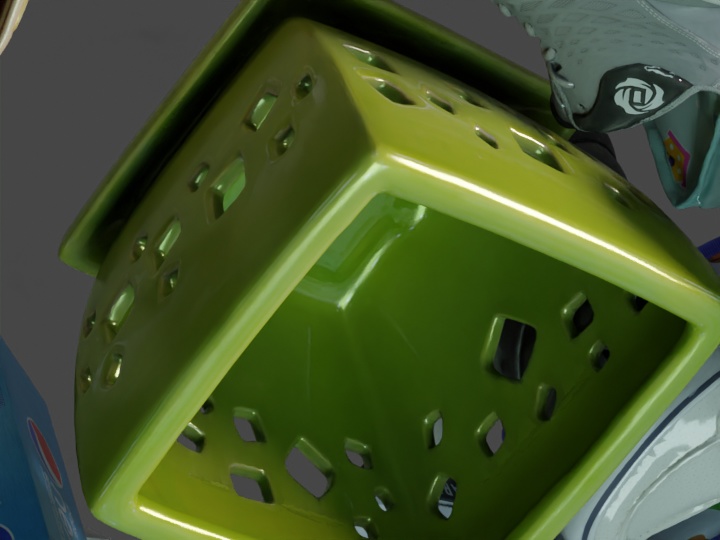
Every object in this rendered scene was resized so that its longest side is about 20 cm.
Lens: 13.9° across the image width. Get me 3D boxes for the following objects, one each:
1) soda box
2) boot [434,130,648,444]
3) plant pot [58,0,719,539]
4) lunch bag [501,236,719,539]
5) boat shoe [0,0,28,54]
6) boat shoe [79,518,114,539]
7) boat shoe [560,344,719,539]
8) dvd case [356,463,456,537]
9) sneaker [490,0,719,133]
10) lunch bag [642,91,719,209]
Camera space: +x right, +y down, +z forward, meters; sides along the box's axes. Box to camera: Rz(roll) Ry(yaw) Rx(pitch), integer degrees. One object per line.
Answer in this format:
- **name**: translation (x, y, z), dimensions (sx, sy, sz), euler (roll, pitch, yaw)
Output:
- **soda box**: translation (-0.151, 0.114, 1.229), dimensions (0.064, 0.200, 0.068), euler (-25, 133, 2)
- **boot**: translation (0.071, 0.040, 1.295), dimensions (0.067, 0.131, 0.201), euler (10, 125, -27)
- **plant pot**: translation (0.000, 0.000, 1.200), dimensions (0.198, 0.182, 0.200), euler (23, 119, -34)
- **lunch bag**: translation (0.174, 0.085, 1.349), dimensions (0.199, 0.170, 0.124), euler (-30, 131, 4)
- **boat shoe**: translation (-0.135, -0.158, 1.088), dimensions (0.073, 0.069, 0.201), euler (-1, 130, -19)
- **boat shoe**: translation (-0.134, 0.141, 1.351), dimensions (0.074, 0.066, 0.200), euler (-42, 153, 23)
- **boat shoe**: translation (0.173, 0.062, 1.240), dimensions (0.200, 0.070, 0.071), euler (-39, 154, -7)
- **dvd case**: translation (0.002, 0.171, 1.430), dimensions (0.150, 0.025, 0.200), euler (15, 128, -41)
- **sneaker**: translation (0.061, -0.106, 1.157), dimensions (0.199, 0.075, 0.116), euler (17, 140, 16)
- **lunch bag**: translation (0.211, -0.129, 1.209), dimensions (0.169, 0.122, 0.201), euler (-3, 136, -17)
